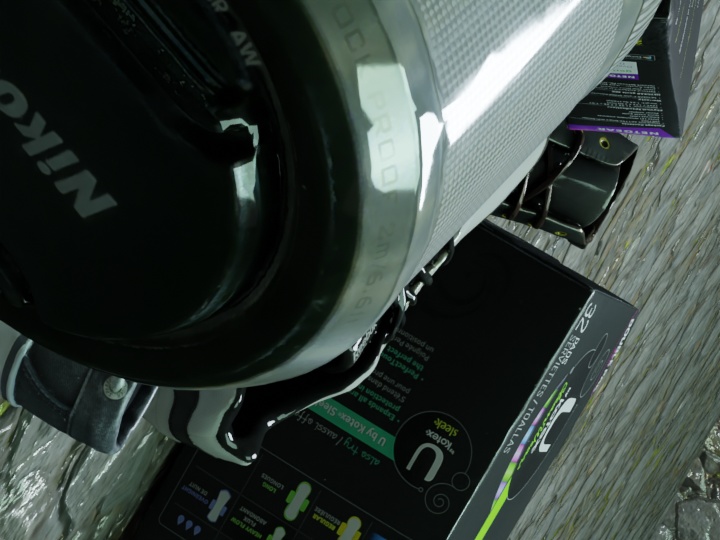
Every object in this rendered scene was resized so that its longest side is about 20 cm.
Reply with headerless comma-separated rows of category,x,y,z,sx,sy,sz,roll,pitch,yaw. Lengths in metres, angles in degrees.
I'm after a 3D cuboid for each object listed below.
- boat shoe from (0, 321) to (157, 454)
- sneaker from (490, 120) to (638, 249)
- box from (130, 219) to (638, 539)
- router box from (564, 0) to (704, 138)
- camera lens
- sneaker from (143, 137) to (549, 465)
boat shoe,-0.043,-0.033,0.825,0.200,0.068,0.072,-55,167,-14
sneaker,0.045,-0.053,1.017,0.075,0.106,0.200,-63,166,18
box,0.013,0.069,1.137,0.200,0.124,0.149,-61,166,4
router box,0.107,-0.164,0.962,0.149,0.051,0.200,58,41,-74
camera lens,-0.019,-0.080,0.611,0.200,0.160,0.160,-46,162,-44
sneaker,0.000,0.000,0.912,0.200,0.080,0.074,-39,134,-19
